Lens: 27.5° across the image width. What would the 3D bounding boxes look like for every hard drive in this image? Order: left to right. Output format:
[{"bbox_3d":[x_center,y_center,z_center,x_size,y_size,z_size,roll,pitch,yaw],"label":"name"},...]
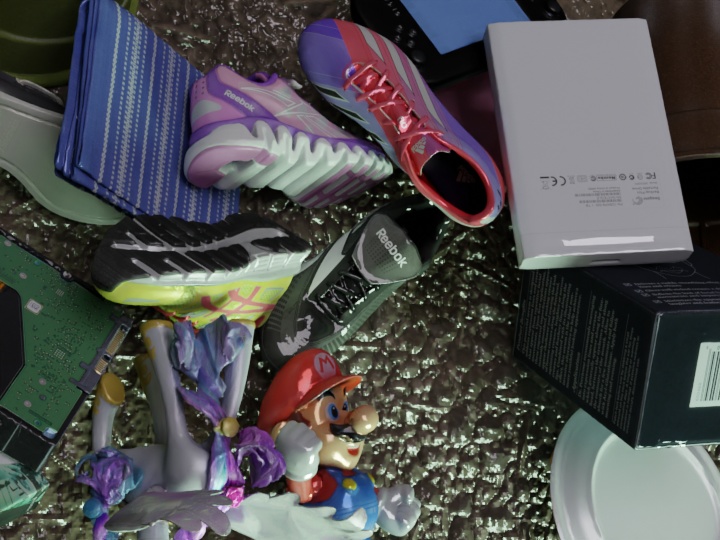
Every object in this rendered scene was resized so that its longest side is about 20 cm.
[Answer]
[{"bbox_3d":[-0.260,0.026,0.959,0.199,0.038,0.140,32,39,-7],"label":"hard drive"},{"bbox_3d":[0.172,-0.100,1.129,0.131,0.027,0.202,-3,67,-8],"label":"hard drive"}]

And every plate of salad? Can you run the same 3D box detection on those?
[{"bbox_3d":[0.227,0.200,1.194,0.199,0.048,0.202,17,57,-27],"label":"plate of salad"}]

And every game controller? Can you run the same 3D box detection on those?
[{"bbox_3d":[0.081,-0.207,1.195,0.199,0.042,0.105,-26,82,-38],"label":"game controller"}]

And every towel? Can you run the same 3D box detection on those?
[{"bbox_3d":[-0.145,-0.093,1.049,0.200,0.024,0.146,38,50,-55],"label":"towel"}]

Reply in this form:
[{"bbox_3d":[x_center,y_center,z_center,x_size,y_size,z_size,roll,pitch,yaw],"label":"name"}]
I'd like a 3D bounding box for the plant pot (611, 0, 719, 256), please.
[{"bbox_3d":[0.290,-0.127,1.263,0.199,0.200,0.200,17,59,-22],"label":"plant pot"}]

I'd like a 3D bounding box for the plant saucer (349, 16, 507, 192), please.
[{"bbox_3d":[0.069,-0.148,1.216,0.199,0.051,0.202,13,61,-25],"label":"plant saucer"}]

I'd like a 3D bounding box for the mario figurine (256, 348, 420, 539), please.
[{"bbox_3d":[-0.006,0.152,1.043,0.105,0.123,0.202,-15,85,-11],"label":"mario figurine"}]

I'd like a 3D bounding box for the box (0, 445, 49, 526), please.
[{"bbox_3d":[-0.307,0.123,0.886,0.144,0.036,0.200,47,41,13],"label":"box"}]

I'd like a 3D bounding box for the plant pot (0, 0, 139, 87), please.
[{"bbox_3d":[-0.219,-0.256,1.024,0.199,0.190,0.202,9,70,-26],"label":"plant pot"}]

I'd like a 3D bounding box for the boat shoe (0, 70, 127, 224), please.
[{"bbox_3d":[-0.235,-0.096,1.036,0.199,0.074,0.060,22,26,-28],"label":"boat shoe"}]

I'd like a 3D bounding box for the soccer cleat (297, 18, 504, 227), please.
[{"bbox_3d":[0.032,-0.111,1.092,0.067,0.077,0.200,-43,97,11],"label":"soccer cleat"}]

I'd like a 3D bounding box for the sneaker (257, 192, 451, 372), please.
[{"bbox_3d":[0.000,0.000,1.113,0.067,0.090,0.200,50,58,-4],"label":"sneaker"}]

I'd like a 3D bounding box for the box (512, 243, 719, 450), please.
[{"bbox_3d":[0.230,0.049,1.138,0.147,0.200,0.108,0,108,-22],"label":"box"}]

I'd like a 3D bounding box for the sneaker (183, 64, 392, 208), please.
[{"bbox_3d":[-0.054,-0.104,1.106,0.199,0.080,0.089,10,57,-48],"label":"sneaker"}]

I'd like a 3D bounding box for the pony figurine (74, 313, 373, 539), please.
[{"bbox_3d":[-0.109,0.133,0.955,0.166,0.192,0.202,17,63,-41],"label":"pony figurine"}]

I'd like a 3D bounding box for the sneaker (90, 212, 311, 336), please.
[{"bbox_3d":[-0.112,0.016,1.016,0.078,0.091,0.199,35,21,29],"label":"sneaker"}]
